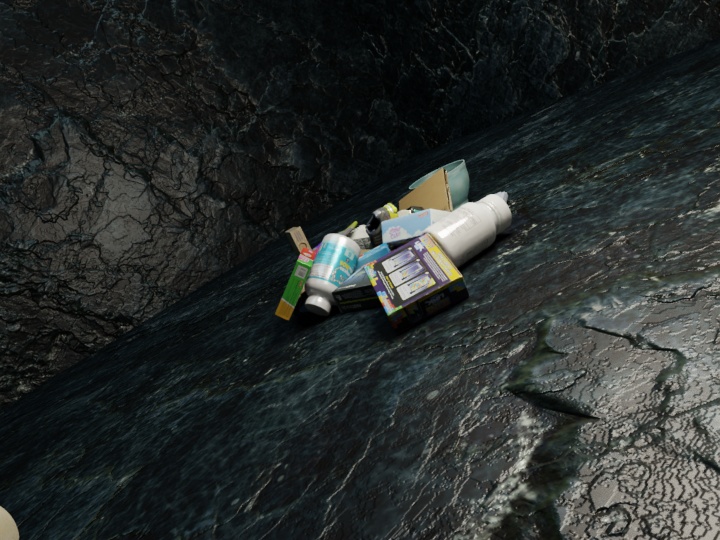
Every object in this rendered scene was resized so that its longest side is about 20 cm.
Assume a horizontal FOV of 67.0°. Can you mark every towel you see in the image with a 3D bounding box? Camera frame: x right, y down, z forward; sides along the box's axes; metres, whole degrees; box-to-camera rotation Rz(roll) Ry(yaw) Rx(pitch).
[{"bbox_3d":[-0.100,-0.094,1.762,0.143,0.023,0.200,-25,11,39],"label":"towel"}]

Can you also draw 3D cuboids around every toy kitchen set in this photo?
[{"bbox_3d":[-0.126,-0.102,1.928,0.198,0.182,0.163,-31,14,-17],"label":"toy kitchen set"}]

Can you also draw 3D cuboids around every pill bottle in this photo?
[{"bbox_3d":[-0.079,0.014,1.425,0.110,0.110,0.202,-10,53,52],"label":"pill bottle"},{"bbox_3d":[0.247,-0.090,1.255,0.199,0.115,0.114,-32,14,-18],"label":"pill bottle"}]

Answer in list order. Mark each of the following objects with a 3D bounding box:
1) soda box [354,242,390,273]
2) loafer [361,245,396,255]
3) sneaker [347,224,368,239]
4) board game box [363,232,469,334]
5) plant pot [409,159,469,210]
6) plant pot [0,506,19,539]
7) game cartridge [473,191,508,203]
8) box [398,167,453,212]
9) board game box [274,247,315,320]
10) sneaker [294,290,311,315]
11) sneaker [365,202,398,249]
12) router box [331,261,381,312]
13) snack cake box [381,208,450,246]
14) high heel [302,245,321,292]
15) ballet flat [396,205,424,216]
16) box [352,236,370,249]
[{"bbox_3d":[0.000,0.000,1.523,0.198,0.068,0.064,-27,13,6],"label":"soda box"},{"bbox_3d":[0.022,-0.031,1.600,0.198,0.068,0.076,-23,14,21],"label":"loafer"},{"bbox_3d":[-0.008,-0.113,1.845,0.197,0.082,0.077,-9,22,4],"label":"sneaker"},{"bbox_3d":[0.109,0.021,1.120,0.164,0.057,0.201,-27,32,1],"label":"board game box"},{"bbox_3d":[0.277,-0.256,1.787,0.198,0.135,0.200,-27,12,6],"label":"plant pot"},{"bbox_3d":[-0.662,0.473,0.864,0.198,0.203,0.183,-27,1,4],"label":"plant pot"},{"bbox_3d":[0.321,-0.160,1.551,0.198,0.041,0.133,-22,11,27],"label":"game cartridge"},{"bbox_3d":[0.195,-0.195,1.657,0.199,0.021,0.166,-35,46,41],"label":"box"},{"bbox_3d":[-0.171,0.030,1.452,0.200,0.040,0.155,-100,34,-78],"label":"board game box"},{"bbox_3d":[-0.135,0.068,1.531,0.082,0.071,0.200,-25,12,23],"label":"sneaker"},{"bbox_3d":[0.046,-0.112,1.634,0.080,0.202,0.074,-14,45,-33],"label":"sneaker"},{"bbox_3d":[0.045,0.029,1.331,0.198,0.063,0.150,-14,20,47],"label":"router box"},{"bbox_3d":[0.165,-0.116,1.518,0.114,0.068,0.199,2,-7,-38],"label":"snack cake box"},{"bbox_3d":[-0.151,0.022,1.592,0.096,0.067,0.202,-28,-39,-79],"label":"high heel"},{"bbox_3d":[0.114,-0.156,1.667,0.068,0.069,0.199,14,-25,-36],"label":"ballet flat"},{"bbox_3d":[-0.070,-0.043,1.725,0.191,0.048,0.199,-25,-6,31],"label":"box"}]
